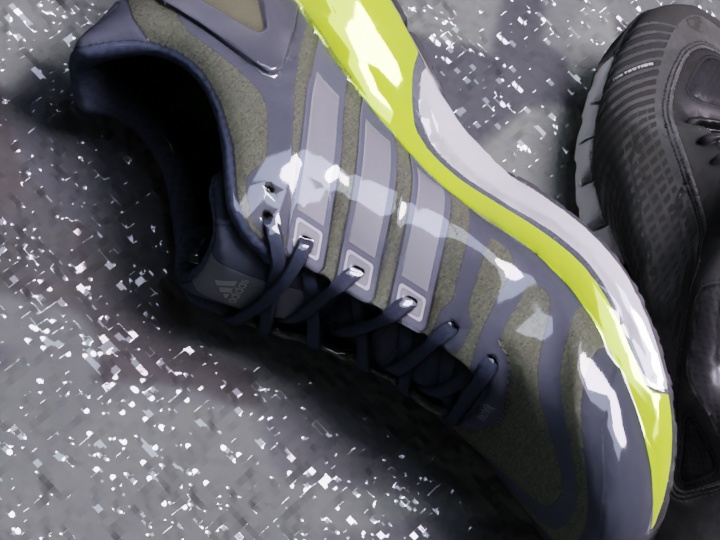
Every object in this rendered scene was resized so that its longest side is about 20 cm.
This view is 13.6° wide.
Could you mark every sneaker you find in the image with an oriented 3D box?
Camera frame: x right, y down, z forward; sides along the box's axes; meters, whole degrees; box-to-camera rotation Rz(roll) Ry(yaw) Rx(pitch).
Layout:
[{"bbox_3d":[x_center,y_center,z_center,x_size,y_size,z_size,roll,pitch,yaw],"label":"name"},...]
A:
[{"bbox_3d":[0.104,-0.002,0.799,0.066,0.091,0.201,19,50,-21],"label":"sneaker"},{"bbox_3d":[0.000,0.000,0.755,0.081,0.074,0.200,-29,70,-33],"label":"sneaker"}]
